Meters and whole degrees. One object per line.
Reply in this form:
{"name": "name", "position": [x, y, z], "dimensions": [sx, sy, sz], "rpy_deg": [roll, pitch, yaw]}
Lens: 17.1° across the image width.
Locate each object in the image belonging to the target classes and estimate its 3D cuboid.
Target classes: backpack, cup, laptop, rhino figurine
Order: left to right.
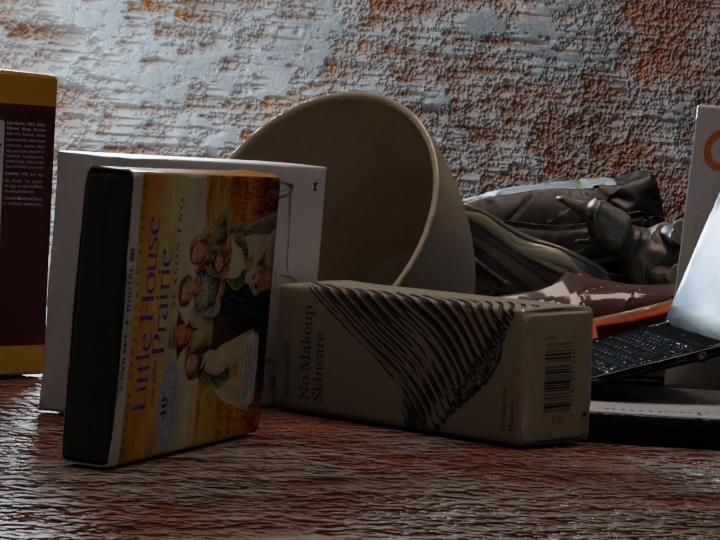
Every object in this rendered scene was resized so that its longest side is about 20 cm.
{"name": "cup", "position": [0.000, 0.000, 1.633], "dimensions": [0.199, 0.202, 0.143], "rpy_deg": [5, -24, 37]}
{"name": "backpack", "position": [0.133, 0.008, 1.914], "dimensions": [0.198, 0.165, 0.154], "rpy_deg": [-4, -4, -16]}
{"name": "laptop", "position": [0.182, 0.005, 1.556], "dimensions": [0.198, 0.104, 0.177], "rpy_deg": [-13, 4, -5]}
{"name": "rhino figurine", "position": [0.235, -0.007, 1.820], "dimensions": [0.199, 0.060, 0.087], "rpy_deg": [27, -9, -5]}

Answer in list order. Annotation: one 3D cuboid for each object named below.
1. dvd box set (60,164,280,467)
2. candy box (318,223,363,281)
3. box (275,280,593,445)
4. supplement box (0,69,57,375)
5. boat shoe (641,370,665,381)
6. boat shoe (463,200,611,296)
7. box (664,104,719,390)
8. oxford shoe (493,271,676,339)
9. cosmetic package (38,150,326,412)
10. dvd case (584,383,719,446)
{"name": "dvd box set", "position": [-0.095, 0.020, 1.243], "dimensions": [0.029, 0.148, 0.200], "rpy_deg": [6, 3, 19]}
{"name": "candy box", "position": [-0.100, 0.012, 1.724], "dimensions": [0.198, 0.117, 0.055], "rpy_deg": [3, 2, -11]}
{"name": "box", "position": [0.041, 0.053, 1.426], "dimensions": [0.199, 0.083, 0.068], "rpy_deg": [4, 4, 43]}
{"name": "supplement box", "position": [-0.319, -0.038, 1.604], "dimensions": [0.196, 0.202, 0.132], "rpy_deg": [6, 3, 41]}
{"name": "boat shoe", "position": [0.217, 0.054, 1.800], "dimensions": [0.198, 0.061, 0.074], "rpy_deg": [3, -3, -24]}
{"name": "boat shoe", "position": [0.091, -0.005, 1.821], "dimensions": [0.199, 0.074, 0.075], "rpy_deg": [24, -4, 6]}
{"name": "box", "position": [0.298, -0.008, 1.669], "dimensions": [0.124, 0.202, 0.097], "rpy_deg": [7, -1, 40]}
{"name": "oxford shoe", "position": [0.178, 0.026, 1.714], "dimensions": [0.199, 0.073, 0.071], "rpy_deg": [-11, -33, -32]}
{"name": "cosmetic package", "position": [-0.104, 0.007, 1.446], "dimensions": [0.051, 0.152, 0.199], "rpy_deg": [5, 4, 37]}
{"name": "dvd case", "position": [0.193, 0.089, 1.493], "dimensions": [0.141, 0.018, 0.200], "rpy_deg": [4, 3, 1]}
